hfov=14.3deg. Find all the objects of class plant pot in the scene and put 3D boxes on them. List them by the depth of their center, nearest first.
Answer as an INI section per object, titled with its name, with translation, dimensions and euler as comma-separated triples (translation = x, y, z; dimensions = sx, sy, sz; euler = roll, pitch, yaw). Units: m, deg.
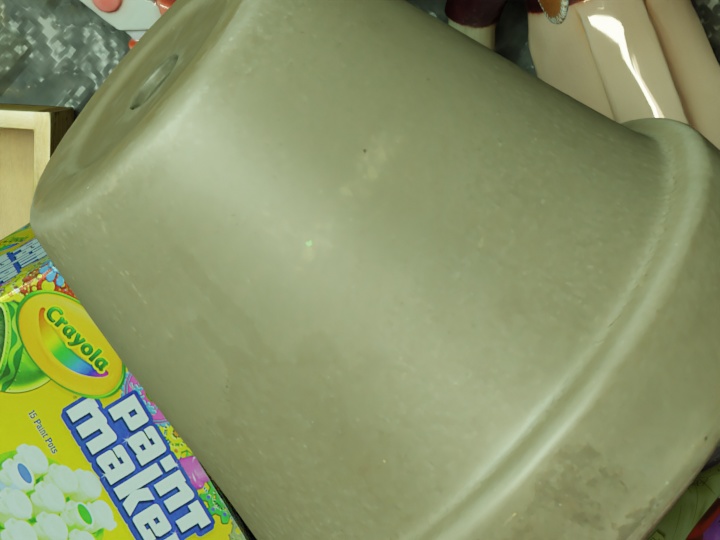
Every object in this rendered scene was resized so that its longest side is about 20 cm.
[plant pot]
translation = 0.000, 0.000, 0.855
dimensions = 0.175, 0.200, 0.200
euler = 40, 102, -17

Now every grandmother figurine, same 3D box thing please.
[grandmother figurine]
translation = 0.081, -0.095, 0.964
dimensions = 0.121, 0.061, 0.200
euler = -23, 95, 3

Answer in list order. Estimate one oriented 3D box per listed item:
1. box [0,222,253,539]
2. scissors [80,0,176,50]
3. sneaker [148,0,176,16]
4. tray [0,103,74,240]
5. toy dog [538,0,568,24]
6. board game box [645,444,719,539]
[box]
translation = -0.129, 0.119, 0.950
dimensions = 0.192, 0.122, 0.200
euler = -31, 101, -5
[scissors]
translation = -0.076, -0.079, 0.954
dimensions = 0.200, 0.014, 0.073
euler = 23, 121, -2
[sneaker]
translation = -0.063, -0.136, 0.974
dimensions = 0.077, 0.076, 0.200
euler = -22, 92, 8
[tray]
translation = -0.156, 0.040, 1.032
dimensions = 0.098, 0.037, 0.201
euler = 3, 96, 10
[toy dog]
translation = 0.007, -0.118, 0.864
dimensions = 0.132, 0.200, 0.097
euler = 23, 86, -10
[board game box]
translation = 0.068, 0.111, 0.848
dimensions = 0.200, 0.120, 0.032
euler = -31, 125, 33
